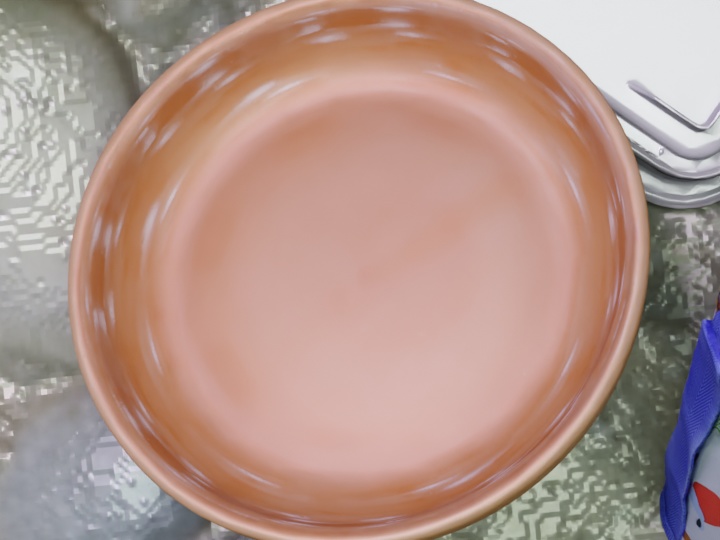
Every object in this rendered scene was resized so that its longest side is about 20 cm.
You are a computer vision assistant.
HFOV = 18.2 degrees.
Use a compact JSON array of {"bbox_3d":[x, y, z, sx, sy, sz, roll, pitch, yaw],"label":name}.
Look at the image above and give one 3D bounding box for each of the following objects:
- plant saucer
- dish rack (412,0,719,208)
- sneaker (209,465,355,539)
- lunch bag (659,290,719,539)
[{"bbox_3d":[0.000,0.000,0.766,0.200,0.037,0.201,-4,69,11],"label":"plant saucer"},{"bbox_3d":[0.093,-0.137,0.799,0.200,0.044,0.172,34,91,-3],"label":"dish rack"},{"bbox_3d":[-0.079,0.127,0.785,0.115,0.075,0.200,33,94,-6],"label":"sneaker"},{"bbox_3d":[0.203,0.041,0.739,0.199,0.170,0.124,-5,60,-2],"label":"lunch bag"}]
